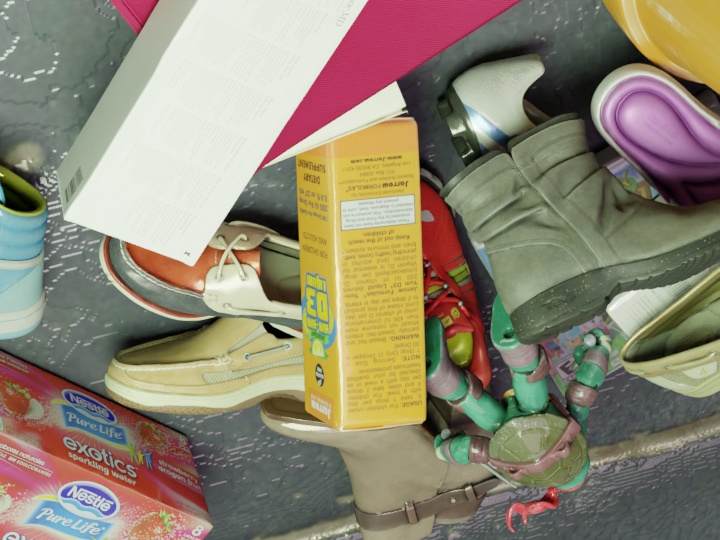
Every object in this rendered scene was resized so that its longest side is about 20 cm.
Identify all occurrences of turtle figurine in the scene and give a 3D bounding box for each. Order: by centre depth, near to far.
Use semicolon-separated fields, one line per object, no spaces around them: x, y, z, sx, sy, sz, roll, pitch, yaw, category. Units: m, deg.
0.115;0.096;1.439;0.149;0.101;0.200;-34;136;5;turtle figurine

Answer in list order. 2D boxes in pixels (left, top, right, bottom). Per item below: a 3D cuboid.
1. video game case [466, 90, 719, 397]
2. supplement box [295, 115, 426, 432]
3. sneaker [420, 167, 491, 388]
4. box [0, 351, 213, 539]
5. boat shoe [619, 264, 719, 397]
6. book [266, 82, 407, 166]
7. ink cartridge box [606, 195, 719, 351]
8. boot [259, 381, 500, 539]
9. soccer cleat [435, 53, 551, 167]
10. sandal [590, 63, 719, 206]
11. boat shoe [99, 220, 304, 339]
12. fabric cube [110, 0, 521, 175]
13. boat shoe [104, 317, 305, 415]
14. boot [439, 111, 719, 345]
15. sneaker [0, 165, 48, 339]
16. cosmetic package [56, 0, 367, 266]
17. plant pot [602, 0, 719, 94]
0.200;-0.015;1.519;0.199;0.022;0.182;-30;129;5;video game case
0.000;0.000;1.355;0.068;0.066;0.202;-8;100;-22;supplement box
0.050;0.010;1.447;0.077;0.085;0.201;-27;130;2;sneaker
-0.212;0.143;1.450;0.199;0.100;0.096;29;113;-33;box
0.255;0.019;1.391;0.063;0.074;0.201;13;145;-30;boat shoe
-0.077;-0.089;1.302;0.199;0.134;0.048;-24;102;-1;book
0.270;-0.019;1.483;0.200;0.067;0.117;-38;127;11;ink cartridge box
0.016;0.144;1.549;0.199;0.070;0.147;-3;129;-16;boot
0.124;-0.054;1.415;0.086;0.070;0.201;-25;117;2;soccer cleat
0.237;-0.060;1.385;0.202;0.050;0.083;29;109;-15;sandal
-0.075;0.002;1.394;0.199;0.072;0.062;16;156;-24;boat shoe
-0.047;-0.216;1.173;0.199;0.197;0.200;-33;129;7;fabric cube
-0.082;0.050;1.454;0.199;0.072;0.077;-6;116;-27;boat shoe
0.160;-0.048;1.340;0.199;0.131;0.068;-23;169;-6;boot
-0.289;-0.022;1.317;0.199;0.080;0.131;-4;129;-28;sneaker
-0.077;-0.102;1.093;0.082;0.051;0.200;22;118;-27;cosmetic package
0.267;-0.180;1.312;0.199;0.184;0.201;-9;128;-12;plant pot
